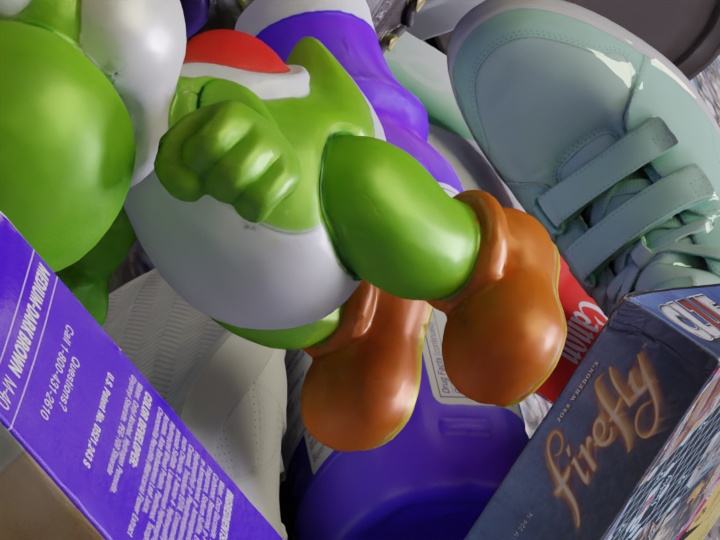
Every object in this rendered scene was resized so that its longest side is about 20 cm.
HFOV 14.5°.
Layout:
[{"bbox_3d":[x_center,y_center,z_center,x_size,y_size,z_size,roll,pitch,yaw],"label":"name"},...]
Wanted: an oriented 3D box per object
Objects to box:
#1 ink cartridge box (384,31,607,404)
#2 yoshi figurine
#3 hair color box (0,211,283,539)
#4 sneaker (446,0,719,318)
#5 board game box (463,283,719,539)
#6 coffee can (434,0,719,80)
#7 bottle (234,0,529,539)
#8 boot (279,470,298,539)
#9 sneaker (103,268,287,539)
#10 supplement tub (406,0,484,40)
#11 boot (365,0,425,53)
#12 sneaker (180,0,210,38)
[{"bbox_3d":[0.046,-0.020,1.029,0.200,0.050,0.161,30,21,6],"label":"ink cartridge box"},{"bbox_3d":[-0.047,-0.013,0.693,0.200,0.112,0.112,34,5,-30],"label":"yoshi figurine"},{"bbox_3d":[-0.071,0.094,0.661,0.200,0.109,0.065,51,24,-26],"label":"hair color box"},{"bbox_3d":[0.101,-0.012,0.975,0.200,0.074,0.118,49,15,-3],"label":"sneaker"},{"bbox_3d":[0.059,0.095,0.847,0.035,0.200,0.135,37,14,18],"label":"board game box"},{"bbox_3d":[0.097,-0.192,1.336,0.146,0.146,0.200,46,27,-36],"label":"coffee can"},{"bbox_3d":[0.000,0.000,0.891,0.065,0.084,0.200,3,54,-24],"label":"bottle"},{"bbox_3d":[0.043,0.081,0.953,0.200,0.097,0.075,11,56,-63],"label":"boot"},{"bbox_3d":[-0.045,0.080,0.810,0.200,0.074,0.116,-75,145,-61],"label":"sneaker"},{"bbox_3d":[-0.003,-0.204,1.123,0.200,0.145,0.145,51,24,-26],"label":"supplement tub"},{"bbox_3d":[0.039,-0.145,0.984,0.200,0.174,0.069,32,-1,-34],"label":"boot"},{"bbox_3d":[-0.101,-0.131,0.913,0.200,0.081,0.084,30,45,-54],"label":"sneaker"}]
